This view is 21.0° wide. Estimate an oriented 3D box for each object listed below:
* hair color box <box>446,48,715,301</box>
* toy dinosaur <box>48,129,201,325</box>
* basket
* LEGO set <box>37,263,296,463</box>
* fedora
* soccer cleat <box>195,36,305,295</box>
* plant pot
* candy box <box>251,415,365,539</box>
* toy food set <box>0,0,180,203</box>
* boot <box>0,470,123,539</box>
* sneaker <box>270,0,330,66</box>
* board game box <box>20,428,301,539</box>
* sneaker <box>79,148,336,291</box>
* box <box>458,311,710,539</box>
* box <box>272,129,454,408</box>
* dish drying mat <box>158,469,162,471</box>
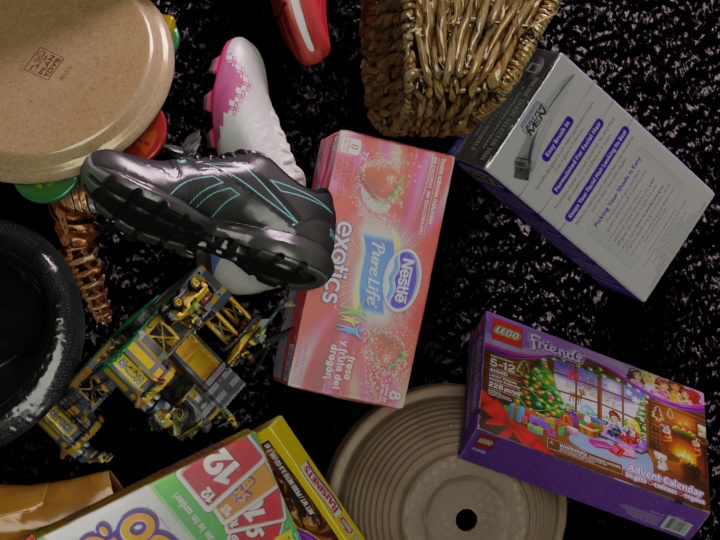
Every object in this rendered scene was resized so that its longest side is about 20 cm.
[{"bbox_3d":[0.176,-0.075,1.532,0.200,0.065,0.110,38,83,-32],"label":"hair color box"},{"bbox_3d":[-0.192,-0.056,1.480,0.135,0.102,0.201,2,85,-8],"label":"toy dinosaur"},{"bbox_3d":[0.086,-0.174,1.477,0.148,0.200,0.144,-4,90,-10],"label":"basket"},{"bbox_3d":[-0.139,0.092,1.448,0.116,0.200,0.154,46,47,-8],"label":"LEGO set"},{"bbox_3d":[-0.292,0.058,1.455,0.200,0.092,0.202,-3,76,11],"label":"fedora"},{"bbox_3d":[-0.074,-0.080,1.502,0.086,0.070,0.201,1,85,17],"label":"soccer cleat"},{"bbox_3d":[0.073,0.192,1.533,0.200,0.093,0.202,0,92,-10],"label":"plant pot"},{"bbox_3d":[-0.046,0.217,1.517,0.102,0.026,0.200,-30,97,35],"label":"candy box"},{"bbox_3d":[-0.231,-0.140,1.456,0.197,0.049,0.201,9,62,15],"label":"toy food set"},{"bbox_3d":[-0.255,0.178,1.471,0.144,0.071,0.202,-26,107,9],"label":"boot"},{"bbox_3d":[-0.021,-0.268,1.521,0.115,0.078,0.201,-13,94,-8],"label":"sneaker"},{"bbox_3d":[-0.151,0.204,1.447,0.199,0.030,0.096,-25,99,-14],"label":"board game box"},{"bbox_3d":[-0.108,-0.051,1.418,0.199,0.075,0.080,22,65,-19],"label":"sneaker"},{"bbox_3d":[0.178,0.121,1.534,0.199,0.137,0.039,20,129,-10],"label":"box"},{"bbox_3d":[0.000,0.000,1.514,0.094,0.103,0.201,12,87,-10],"label":"box"},{"bbox_3d":[-0.151,0.259,1.502,0.018,0.077,0.201,6,89,-21],"label":"dish drying mat"}]
